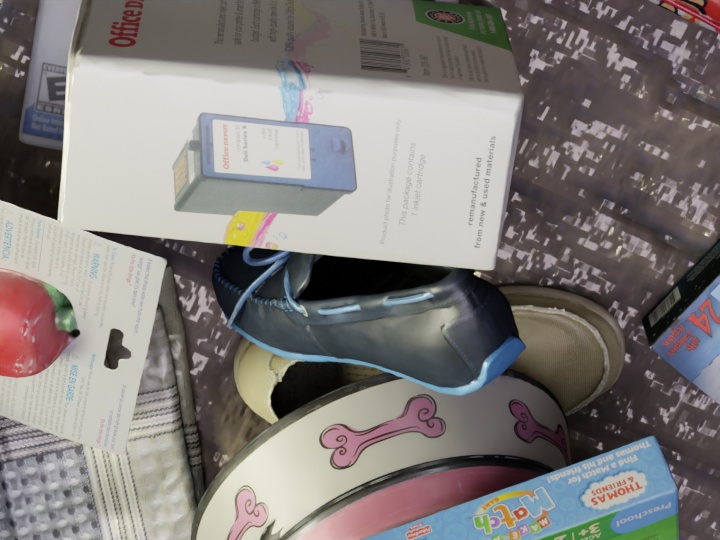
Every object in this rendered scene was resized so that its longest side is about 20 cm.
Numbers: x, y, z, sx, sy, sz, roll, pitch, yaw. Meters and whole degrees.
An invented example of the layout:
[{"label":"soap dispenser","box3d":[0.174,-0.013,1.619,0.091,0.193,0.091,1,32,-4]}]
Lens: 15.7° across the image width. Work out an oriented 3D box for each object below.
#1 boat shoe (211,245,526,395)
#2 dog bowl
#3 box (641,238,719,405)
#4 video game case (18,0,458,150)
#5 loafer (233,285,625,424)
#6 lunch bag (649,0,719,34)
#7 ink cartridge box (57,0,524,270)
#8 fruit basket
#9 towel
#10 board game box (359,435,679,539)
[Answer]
[{"label":"boat shoe","box3d":[0.000,0.000,1.238,0.200,0.084,0.069,8,134,44]},{"label":"dog bowl","box3d":[0.021,0.136,1.285,0.199,0.074,0.200,-14,144,-11]},{"label":"box","box3d":[0.259,0.002,1.306,0.136,0.038,0.200,38,107,-14]},{"label":"video game case","box3d":[-0.054,-0.130,1.260,0.199,0.022,0.183,11,111,-4]},{"label":"loafer","box3d":[0.035,0.056,1.309,0.199,0.068,0.076,-7,111,2]},{"label":"lunch bag","box3d":[0.215,-0.198,1.204,0.176,0.082,0.200,25,109,-10]},{"label":"ink cartridge box","box3d":[-0.033,-0.073,1.194,0.199,0.145,0.088,7,112,-4]},{"label":"fruit basket","box3d":[-0.193,0.005,1.231,0.199,0.094,0.185,15,145,-2]},{"label":"towel","box3d":[-0.178,0.095,1.342,0.192,0.035,0.201,-6,111,2]},{"label":"board game box","box3d":[0.082,0.169,1.267,0.151,0.037,0.200,-19,145,-5]}]
